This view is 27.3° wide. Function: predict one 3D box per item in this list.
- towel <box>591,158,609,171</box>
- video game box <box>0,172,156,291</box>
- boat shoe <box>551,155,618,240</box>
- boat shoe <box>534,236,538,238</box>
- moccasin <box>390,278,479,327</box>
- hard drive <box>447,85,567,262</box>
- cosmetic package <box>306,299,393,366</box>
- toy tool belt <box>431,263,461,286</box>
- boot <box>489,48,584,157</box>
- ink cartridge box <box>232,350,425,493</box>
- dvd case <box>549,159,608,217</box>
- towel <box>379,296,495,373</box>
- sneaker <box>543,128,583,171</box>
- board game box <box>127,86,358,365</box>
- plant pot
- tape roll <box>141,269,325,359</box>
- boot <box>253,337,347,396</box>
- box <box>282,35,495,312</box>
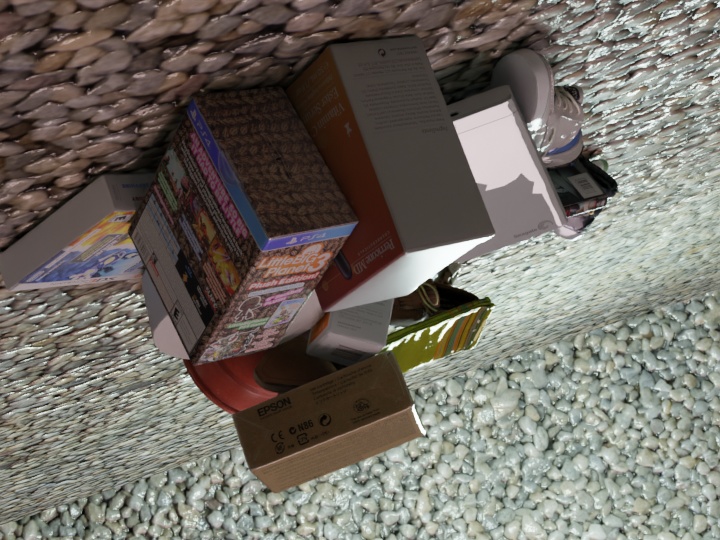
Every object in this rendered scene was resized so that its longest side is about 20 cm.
[{"bbox_3d":[0.229,-0.117,2.001,0.149,0.031,0.199,-32,161,37],"label":"towel"},{"bbox_3d":[-0.243,-0.041,1.516,0.200,0.047,0.182,-31,167,39],"label":"video game box"},{"bbox_3d":[0.207,-0.113,1.768,0.199,0.071,0.091,22,128,-21],"label":"boat shoe"},{"bbox_3d":[0.202,-0.074,1.912,0.075,0.074,0.200,-13,163,-24],"label":"boat shoe"},{"bbox_3d":[0.071,0.033,1.836,0.201,0.074,0.078,20,126,-38],"label":"moccasin"},{"bbox_3d":[0.123,-0.095,1.522,0.131,0.027,0.200,-19,138,13],"label":"hard drive"},{"bbox_3d":[0.000,0.000,1.702,0.071,0.201,0.101,16,157,-12],"label":"cosmetic package"},{"bbox_3d":[0.072,-0.030,1.893,0.122,0.125,0.200,-21,171,-41],"label":"toy tool belt"},{"bbox_3d":[0.189,-0.178,1.539,0.095,0.074,0.200,-27,161,-17],"label":"boot"},{"bbox_3d":[-0.033,0.178,1.713,0.199,0.076,0.165,-22,162,-1],"label":"ink cartridge box"},{"bbox_3d":[0.162,-0.100,1.694,0.199,0.146,0.022,-17,139,-19],"label":"dvd case"},{"bbox_3d":[0.081,0.093,1.827,0.199,0.018,0.086,-19,140,-37],"label":"towel"},{"bbox_3d":[0.155,-0.148,1.667,0.199,0.076,0.077,-16,141,-9],"label":"sneaker"},{"bbox_3d":[-0.113,-0.039,1.351,0.096,0.160,0.200,-11,151,-36],"label":"board game box"},{"bbox_3d":[-0.099,0.061,1.882,0.200,0.202,0.195,-8,156,-43],"label":"plant pot"},{"bbox_3d":[-0.136,0.025,1.616,0.201,0.071,0.203,-12,156,-5],"label":"tape roll"},{"bbox_3d":[-0.074,0.143,1.770,0.199,0.070,0.146,-12,150,-42],"label":"boot"},{"bbox_3d":[0.009,-0.087,1.346,0.106,0.201,0.152,-11,164,-36],"label":"box"}]
